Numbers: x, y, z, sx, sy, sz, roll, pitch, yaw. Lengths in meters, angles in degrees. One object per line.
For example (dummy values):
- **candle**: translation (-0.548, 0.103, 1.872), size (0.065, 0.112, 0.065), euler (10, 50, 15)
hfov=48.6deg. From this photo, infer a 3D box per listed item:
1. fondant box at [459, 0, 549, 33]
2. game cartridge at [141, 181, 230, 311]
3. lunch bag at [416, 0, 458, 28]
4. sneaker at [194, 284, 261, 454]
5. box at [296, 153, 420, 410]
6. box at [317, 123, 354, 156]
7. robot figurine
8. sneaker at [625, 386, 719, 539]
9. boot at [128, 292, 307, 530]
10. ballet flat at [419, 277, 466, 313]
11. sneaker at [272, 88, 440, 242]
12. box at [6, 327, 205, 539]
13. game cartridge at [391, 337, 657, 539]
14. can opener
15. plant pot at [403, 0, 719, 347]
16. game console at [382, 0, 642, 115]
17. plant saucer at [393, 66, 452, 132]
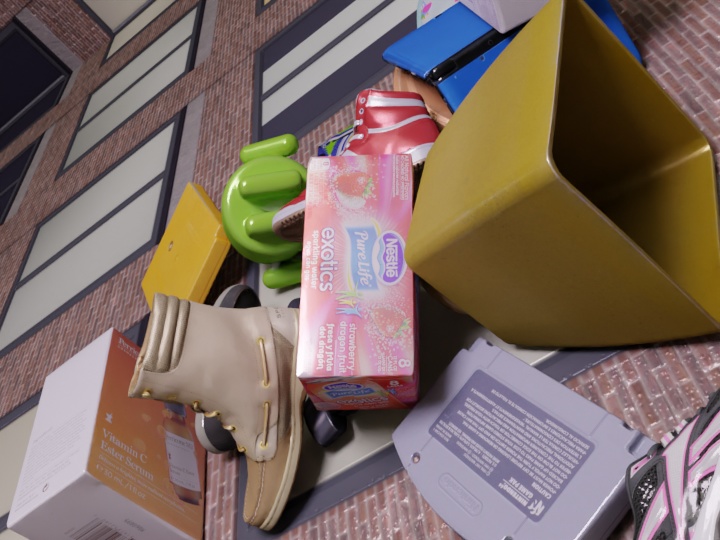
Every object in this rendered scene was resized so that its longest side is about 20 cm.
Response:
- **fondant box**: translation (0.161, -0.327, 0.808), size (0.143, 0.058, 0.200), euler (-27, 36, 1)
- **game cartridge**: translation (-0.240, -0.012, 1.097), size (0.177, 0.032, 0.200), euler (-62, 33, 11)
- **lunch bag**: translation (0.167, -0.356, 0.995), size (0.169, 0.122, 0.201), euler (-14, 38, 37)
- **sneaker**: translation (-0.107, 0.093, 0.854), size (0.106, 0.075, 0.201), euler (-20, 49, 27)
- **box**: translation (0.003, 0.010, 0.687), size (0.094, 0.103, 0.202), euler (-2, 65, 7)
- **box**: translation (0.044, -0.156, 0.953), size (0.199, 0.070, 0.065), euler (-27, 38, 26)
- **robot figurine**: translation (-0.107, -0.068, 0.946), size (0.115, 0.177, 0.200), euler (-12, -2, -10)
- **sneaker**: translation (0.201, 0.118, 0.472), size (0.086, 0.080, 0.201), euler (5, 57, 52)
- **boot**: translation (-0.128, 0.125, 0.705), size (0.073, 0.154, 0.202), euler (-169, 88, -68)
- **ballet flat**: translation (0.081, -0.014, 0.781), size (0.063, 0.068, 0.201), euler (-58, 19, 35)
- **sneaker**: translation (-0.009, -0.111, 0.822), size (0.199, 0.071, 0.113), euler (-23, 62, 17)
- **box**: translation (-0.247, 0.189, 0.819), size (0.106, 0.152, 0.201), euler (-35, 34, 16)
- **game cartridge**: translation (0.109, 0.138, 0.590), size (0.133, 0.041, 0.200), euler (-46, 32, -8)
- **can opener**: translation (-0.044, 0.084, 0.793), size (0.078, 0.063, 0.200), euler (-40, 33, 9)
- **plant pot**: translation (0.148, -0.053, 0.629), size (0.176, 0.199, 0.201), euler (-29, 34, 43)
- **game console**: translation (0.154, -0.218, 0.828), size (0.199, 0.171, 0.118), euler (-35, 5, -8)
- **plant saucer**: translation (0.133, -0.210, 0.856), size (0.198, 0.032, 0.202), euler (-4, 64, 8)
